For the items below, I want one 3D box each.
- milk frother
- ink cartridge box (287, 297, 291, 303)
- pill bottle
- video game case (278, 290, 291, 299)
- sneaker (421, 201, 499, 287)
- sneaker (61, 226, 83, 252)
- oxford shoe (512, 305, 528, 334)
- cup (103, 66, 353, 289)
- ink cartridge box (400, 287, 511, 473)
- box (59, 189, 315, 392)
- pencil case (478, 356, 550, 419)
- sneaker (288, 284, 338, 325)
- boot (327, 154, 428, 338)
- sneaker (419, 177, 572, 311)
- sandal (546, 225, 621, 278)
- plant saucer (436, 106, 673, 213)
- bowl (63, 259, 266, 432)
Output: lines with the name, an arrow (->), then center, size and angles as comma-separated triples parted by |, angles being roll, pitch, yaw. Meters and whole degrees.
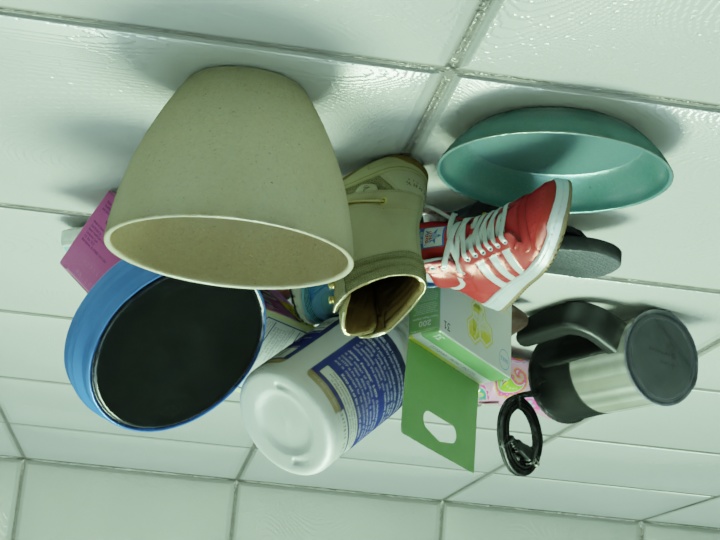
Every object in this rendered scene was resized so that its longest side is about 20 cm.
milk frother -> 0.276, 0.151, 1.812 | 0.180, 0.201, 0.188 | 18, 160, -27
ink cartridge box -> -0.008, 0.049, 1.730 | 0.162, 0.057, 0.200 | 21, -175, -42
pill bottle -> -0.016, 0.109, 1.514 | 0.119, 0.120, 0.200 | -11, -164, 43
video game case -> 0.014, 0.032, 1.763 | 0.199, 0.024, 0.182 | -3, 163, 43
sneaker -> 0.095, -0.015, 1.465 | 0.199, 0.074, 0.082 | -8, 139, 37
sneaker -> -0.253, 0.008, 1.676 | 0.074, 0.082, 0.200 | -10, 159, 39
oxford shoe -> 0.122, 0.080, 1.845 | 0.072, 0.072, 0.200 | 10, 164, -36
cup -> -0.099, -0.079, 1.211 | 0.199, 0.144, 0.200 | 4, 164, 1
ink cartridge box -> 0.101, 0.090, 1.538 | 0.048, 0.201, 0.145 | -16, 148, 32
box -> -0.174, 0.028, 1.542 | 0.176, 0.097, 0.200 | 42, -172, 38
pencil case -> 0.215, 0.157, 2.059 | 0.199, 0.088, 0.087 | 14, 162, -32
sneaker -> -0.030, -0.012, 1.500 | 0.090, 0.079, 0.200 | -7, 147, 3
boot -> -0.022, -0.001, 1.349 | 0.200, 0.156, 0.073 | -27, 132, 26
sneaker -> 0.107, -0.032, 1.321 | 0.112, 0.071, 0.200 | 19, 150, -7
sandal -> 0.172, -0.028, 1.518 | 0.200, 0.043, 0.076 | 4, 160, 40
plant saucer -> 0.165, -0.096, 1.272 | 0.199, 0.036, 0.200 | 4, 164, 1
bowl -> -0.176, 0.065, 1.398 | 0.200, 0.201, 0.039 | 21, -165, -45
